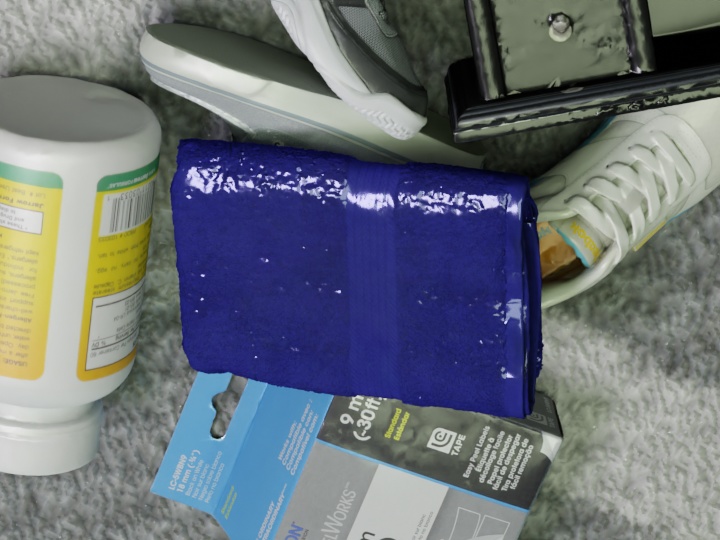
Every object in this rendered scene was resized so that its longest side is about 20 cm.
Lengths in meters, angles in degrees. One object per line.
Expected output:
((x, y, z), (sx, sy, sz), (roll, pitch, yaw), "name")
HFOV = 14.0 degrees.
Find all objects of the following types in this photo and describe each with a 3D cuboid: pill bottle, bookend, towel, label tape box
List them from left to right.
((-0.173, 0.005, 1.600), (0.112, 0.113, 0.200), (6, 113, -4), "pill bottle")
((-0.005, 0.113, 1.677), (0.200, 0.063, 0.144), (19, 111, -10), "label tape box")
((0.000, 0.000, 1.576), (0.200, 0.050, 0.148), (7, 121, 15), "towel")
((0.129, -0.189, 1.537), (0.198, 0.092, 0.200), (-9, 112, 2), "bookend")

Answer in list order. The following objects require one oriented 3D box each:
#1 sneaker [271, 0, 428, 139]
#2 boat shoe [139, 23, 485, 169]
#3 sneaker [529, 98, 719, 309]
((0.001, -0.173, 1.531), (0.114, 0.075, 0.200), (-34, 90, 9), "sneaker")
((-0.033, -0.071, 1.595), (0.200, 0.070, 0.072), (21, 108, -13), "boat shoe")
((0.139, -0.038, 1.608), (0.200, 0.081, 0.077), (-37, 108, 12), "sneaker")
